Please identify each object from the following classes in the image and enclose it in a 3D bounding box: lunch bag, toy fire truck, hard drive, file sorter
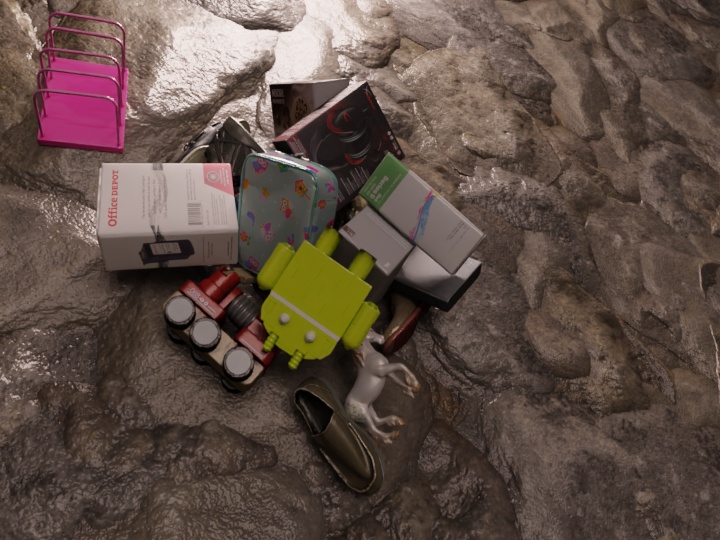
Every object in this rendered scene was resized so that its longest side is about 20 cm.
[{"bbox_3d":[-0.122,-0.086,0.944,0.158,0.204,0.077,21,23,26],"label":"lunch bag"},{"bbox_3d":[-0.184,0.066,0.938,0.175,0.129,0.201,39,63,5],"label":"toy fire truck"},{"bbox_3d":[0.101,-0.007,1.082,0.197,0.033,0.139,23,41,26],"label":"hard drive"},{"bbox_3d":[-0.484,-0.332,1.046,0.136,0.126,0.204,2,59,-20],"label":"file sorter"}]

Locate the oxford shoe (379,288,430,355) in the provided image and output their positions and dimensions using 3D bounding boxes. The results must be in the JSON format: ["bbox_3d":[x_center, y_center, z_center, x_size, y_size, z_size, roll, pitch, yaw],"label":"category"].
[{"bbox_3d":[0.075,0.070,1.068,0.074,0.071,0.200,29,45,14],"label":"oxford shoe"}]

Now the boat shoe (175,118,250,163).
[{"bbox_3d":[-0.287,-0.218,1.096,0.065,0.075,0.201,20,57,27],"label":"boat shoe"}]

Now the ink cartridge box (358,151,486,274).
[{"bbox_3d":[0.105,-0.088,0.980,0.199,0.145,0.088,40,98,8],"label":"ink cartridge box"}]

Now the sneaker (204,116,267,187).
[{"bbox_3d":[-0.196,-0.162,1.031,0.199,0.076,0.114,44,91,14],"label":"sneaker"}]

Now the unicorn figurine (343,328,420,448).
[{"bbox_3d":[0.024,0.174,0.941,0.135,0.074,0.203,25,74,14],"label":"unicorn figurine"}]

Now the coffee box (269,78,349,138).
[{"bbox_3d":[-0.096,-0.299,1.129,0.078,0.116,0.199,-15,22,-27],"label":"coffee box"}]

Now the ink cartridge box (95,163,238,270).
[{"bbox_3d":[-0.294,-0.086,0.920,0.195,0.085,0.147,-3,53,-17],"label":"ink cartridge box"}]

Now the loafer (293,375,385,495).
[{"bbox_3d":[-0.041,0.247,0.887,0.201,0.075,0.069,49,15,22],"label":"loafer"}]

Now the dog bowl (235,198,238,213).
[{"bbox_3d":[-0.294,-0.072,1.009,0.197,0.050,0.113,-17,67,-31],"label":"dog bowl"}]

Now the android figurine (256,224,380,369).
[{"bbox_3d":[-0.065,0.043,0.864,0.181,0.041,0.202,35,86,1],"label":"android figurine"}]

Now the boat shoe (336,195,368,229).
[{"bbox_3d":[-0.024,-0.121,1.101,0.061,0.074,0.204,1,58,-14],"label":"boat shoe"}]

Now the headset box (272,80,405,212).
[{"bbox_3d":[-0.042,-0.200,1.016,0.199,0.075,0.150,-39,114,-17],"label":"headset box"}]

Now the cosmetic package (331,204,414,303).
[{"bbox_3d":[0.000,0.000,0.989,0.107,0.201,0.090,42,54,7],"label":"cosmetic package"}]
